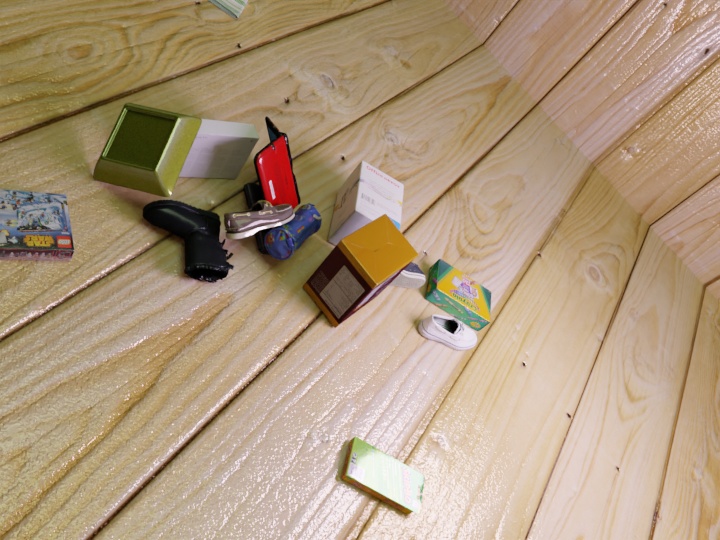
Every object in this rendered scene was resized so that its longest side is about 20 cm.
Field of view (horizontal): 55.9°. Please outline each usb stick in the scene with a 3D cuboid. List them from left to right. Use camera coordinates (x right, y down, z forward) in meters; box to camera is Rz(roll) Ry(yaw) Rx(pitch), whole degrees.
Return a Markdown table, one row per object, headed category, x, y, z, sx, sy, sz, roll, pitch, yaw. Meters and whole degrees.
| category | x | y | z | sx | sy | sz | roll | pitch | yaw |
| --- | --- | --- | --- | --- | --- | --- | --- | --- | --- |
| usb stick | -0.249 | -0.131 | 1.684 | 0.055 | 0.032 | 0.204 | 12 | 52 | -46 |

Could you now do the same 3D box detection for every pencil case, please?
| category | x | y | z | sx | sy | sz | roll | pitch | yaw |
| --- | --- | --- | --- | --- | --- | --- | --- | --- | --- |
| pencil case | -0.159 | -0.097 | 1.669 | 0.080 | 0.085 | 0.200 | 69 | 27 | -17 |

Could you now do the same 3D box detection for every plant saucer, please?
| category | x | y | z | sx | sy | sz | roll | pitch | yaw |
| --- | --- | --- | --- | --- | --- | --- | --- | --- | --- |
| plant saucer | -0.473 | -0.277 | 1.479 | 0.195 | 0.048 | 0.204 | 13 | 71 | 13 |

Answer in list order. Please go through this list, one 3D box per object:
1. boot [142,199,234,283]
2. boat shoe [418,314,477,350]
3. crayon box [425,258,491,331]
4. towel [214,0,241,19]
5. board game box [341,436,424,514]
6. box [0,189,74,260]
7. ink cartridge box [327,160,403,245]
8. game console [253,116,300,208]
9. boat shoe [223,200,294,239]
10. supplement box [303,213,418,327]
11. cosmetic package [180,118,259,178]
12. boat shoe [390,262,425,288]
| category | x | y | z | sx | sy | sz | roll | pitch | yaw |
| --- | --- | --- | --- | --- | --- | --- | --- | --- | --- |
| boot | -0.378 | -0.061 | 1.497 | 0.195 | 0.073 | 0.165 | 11 | 52 | -38 |
| boat shoe | 0.251 | 0.166 | 1.838 | 0.196 | 0.067 | 0.075 | 12 | 52 | -32 |
| crayon box | 0.282 | 0.071 | 1.944 | 0.198 | 0.058 | 0.120 | 31 | 44 | -17 |
| towel | -0.421 | -0.886 | 2.131 | 0.151 | 0.023 | 0.203 | 31 | 44 | -18 |
| board game box | 0.054 | 0.453 | 1.487 | 0.197 | 0.030 | 0.097 | 31 | 45 | -13 |
| box | -0.664 | -0.089 | 1.307 | 0.197 | 0.040 | 0.139 | 2 | 57 | -38 |
| ink cartridge box | 0.017 | -0.158 | 1.837 | 0.145 | 0.145 | 0.203 | 28 | 45 | -19 |
| game console | -0.225 | -0.246 | 1.681 | 0.117 | 0.203 | 0.173 | 18 | 47 | 29 |
| boat shoe | -0.233 | -0.128 | 1.578 | 0.198 | 0.071 | 0.061 | -25 | 113 | -41 |
| supplement box | 0.000 | 0.000 | 1.660 | 0.133 | 0.200 | 0.196 | 49 | 42 | 7 |
| cosmetic package | -0.361 | -0.290 | 1.627 | 0.197 | 0.151 | 0.053 | -4 | 60 | -41 |
| boat shoe | 0.096 | -0.002 | 1.839 | 0.197 | 0.074 | 0.063 | 14 | 48 | -40 |
